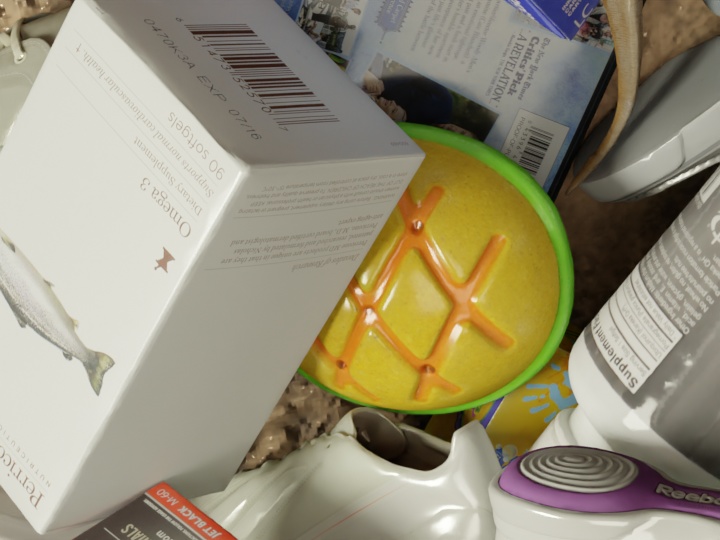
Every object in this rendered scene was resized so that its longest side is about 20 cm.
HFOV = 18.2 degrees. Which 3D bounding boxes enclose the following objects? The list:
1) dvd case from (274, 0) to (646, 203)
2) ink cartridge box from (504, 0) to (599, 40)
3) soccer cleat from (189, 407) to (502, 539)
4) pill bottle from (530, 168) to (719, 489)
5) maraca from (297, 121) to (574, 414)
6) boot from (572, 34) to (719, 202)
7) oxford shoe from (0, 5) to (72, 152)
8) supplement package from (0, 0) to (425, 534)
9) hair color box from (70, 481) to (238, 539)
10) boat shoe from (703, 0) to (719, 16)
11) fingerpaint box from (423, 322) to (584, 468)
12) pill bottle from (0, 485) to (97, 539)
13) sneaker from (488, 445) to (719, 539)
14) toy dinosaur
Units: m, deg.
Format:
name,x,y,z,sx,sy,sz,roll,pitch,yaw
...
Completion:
name,x,y,z,sx,sy,sz,roll,pitch,yaw
dvd case,0.026,-0.125,1.020,0.199,0.018,0.143,20,106,-14
ink cartridge box,0.062,-0.189,0.899,0.137,0.200,0.076,-53,151,3
soccer cleat,-0.012,0.100,1.036,0.199,0.069,0.078,-2,103,38
pill bottle,0.160,0.035,0.963,0.110,0.111,0.200,32,109,-17
maraca,0.000,0.000,1.020,0.199,0.107,0.138,1,105,20
boot,0.200,-0.068,1.021,0.200,0.074,0.096,-32,116,27
oxford shoe,-0.153,-0.079,0.985,0.200,0.075,0.058,-40,104,11
supplement package,-0.087,-0.005,0.952,0.117,0.117,0.200,-9,137,-51
hair color box,-0.068,0.204,0.980,0.064,0.111,0.201,-32,139,-32
boat shoe,0.199,-0.166,0.944,0.086,0.202,0.075,-14,78,-11
fingerpaint box,0.097,0.138,1.098,0.166,0.073,0.201,26,103,-17
pill bottle,-0.172,0.194,1.054,0.110,0.111,0.201,10,109,-11
sneaker,0.144,0.134,0.890,0.199,0.075,0.100,14,116,28
toy dinosaur,0.114,-0.134,0.978,0.060,0.106,0.201,-19,101,-21
